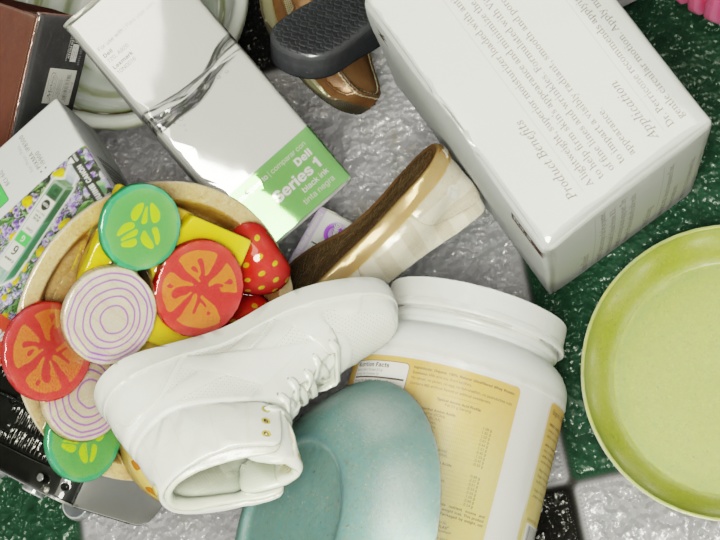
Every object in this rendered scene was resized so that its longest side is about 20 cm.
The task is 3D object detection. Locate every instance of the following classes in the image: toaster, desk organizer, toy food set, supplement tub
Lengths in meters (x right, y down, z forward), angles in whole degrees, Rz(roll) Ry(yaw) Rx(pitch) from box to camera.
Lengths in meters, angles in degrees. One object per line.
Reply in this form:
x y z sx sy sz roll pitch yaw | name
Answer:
-0.200 0.058 1.200 0.180 0.119 0.201 19 78 31 | toaster
-0.267 -0.099 1.268 0.076 0.072 0.202 20 102 21 | desk organizer
-0.127 0.043 1.086 0.049 0.197 0.202 24 92 58 | toy food set
0.053 0.119 1.129 0.143 0.145 0.202 12 76 16 | supplement tub

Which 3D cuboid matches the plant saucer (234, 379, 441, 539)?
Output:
-0.029 0.158 1.053 0.201 0.038 0.203 -35 43 41 | plant saucer

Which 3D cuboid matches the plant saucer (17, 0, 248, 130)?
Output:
-0.176 -0.196 1.325 0.198 0.050 0.202 -3 73 11 | plant saucer

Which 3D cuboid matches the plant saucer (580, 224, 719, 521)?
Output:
0.248 0.070 1.160 0.198 0.031 0.202 -4 73 12 | plant saucer

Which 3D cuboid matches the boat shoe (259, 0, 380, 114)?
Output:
-0.032 -0.212 1.272 0.074 0.075 0.201 -36 67 30 | boat shoe

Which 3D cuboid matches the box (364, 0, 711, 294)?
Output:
0.117 -0.112 1.141 0.130 0.200 0.200 -35 79 0 | box

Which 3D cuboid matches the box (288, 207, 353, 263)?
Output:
-0.057 0.053 1.229 0.038 0.041 0.201 26 82 19 | box

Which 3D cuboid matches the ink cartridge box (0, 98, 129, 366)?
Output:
-0.241 -0.006 1.147 0.200 0.050 0.109 -40 57 5 | ink cartridge box

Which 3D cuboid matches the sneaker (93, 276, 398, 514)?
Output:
-0.046 0.081 1.037 0.198 0.074 0.116 -22 47 -19 | sneaker

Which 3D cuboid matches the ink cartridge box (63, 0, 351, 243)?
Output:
-0.104 -0.112 1.197 0.084 0.146 0.200 -40 94 -2 | ink cartridge box

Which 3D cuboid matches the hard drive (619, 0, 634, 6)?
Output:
0.103 -0.221 1.282 0.199 0.026 0.133 -26 70 5 | hard drive

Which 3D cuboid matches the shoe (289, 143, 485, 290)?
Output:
0.000 0.000 1.166 0.053 0.070 0.200 41 110 -21 | shoe

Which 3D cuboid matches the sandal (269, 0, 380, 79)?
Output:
0.017 -0.182 1.223 0.199 0.043 0.076 -30 48 -28 | sandal

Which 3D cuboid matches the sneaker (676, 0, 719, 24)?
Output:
0.286 -0.210 1.223 0.095 0.079 0.200 -32 69 -22 | sneaker
